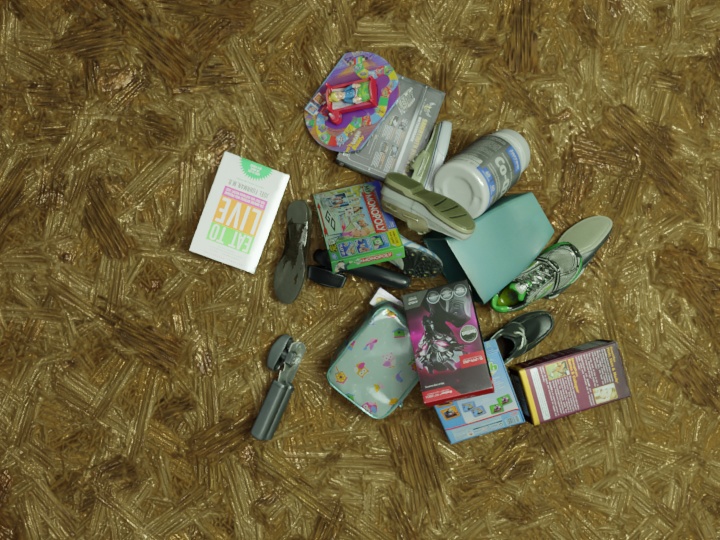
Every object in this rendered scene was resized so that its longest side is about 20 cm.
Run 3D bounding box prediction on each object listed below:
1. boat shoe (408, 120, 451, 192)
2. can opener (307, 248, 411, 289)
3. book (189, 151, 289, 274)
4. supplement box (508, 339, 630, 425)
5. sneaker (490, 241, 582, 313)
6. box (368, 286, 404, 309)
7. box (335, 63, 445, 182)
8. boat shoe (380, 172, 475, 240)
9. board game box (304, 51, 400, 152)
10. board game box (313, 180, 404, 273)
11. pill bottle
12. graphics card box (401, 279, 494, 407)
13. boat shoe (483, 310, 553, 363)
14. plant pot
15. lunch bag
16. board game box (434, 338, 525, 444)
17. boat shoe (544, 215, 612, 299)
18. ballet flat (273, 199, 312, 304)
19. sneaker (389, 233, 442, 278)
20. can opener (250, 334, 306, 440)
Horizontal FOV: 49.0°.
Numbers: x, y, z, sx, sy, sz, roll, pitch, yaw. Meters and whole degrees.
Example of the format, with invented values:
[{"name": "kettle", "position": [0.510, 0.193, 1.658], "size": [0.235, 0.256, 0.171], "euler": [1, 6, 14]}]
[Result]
[{"name": "boat shoe", "position": [0.122, -0.189, 1.480], "size": [0.062, 0.072, 0.201], "euler": [16, 83, 6]}, {"name": "can opener", "position": [0.000, 0.000, 1.509], "size": [0.198, 0.063, 0.079], "euler": [12, 106, 5]}, {"name": "book", "position": [-0.231, -0.109, 1.513], "size": [0.133, 0.048, 0.201], "euler": [19, 86, -7]}, {"name": "supplement box", "position": [0.402, 0.213, 1.527], "size": [0.199, 0.086, 0.111], "euler": [-16, 90, -4]}, {"name": "sneaker", "position": [0.327, 0.023, 1.467], "size": [0.200, 0.085, 0.078], "euler": [-43, 79, 30]}, {"name": "box", "position": [0.106, 0.102, 1.532], "size": [0.199, 0.039, 0.042], "euler": [35, 88, -3]}, {"name": "box", "position": [0.057, -0.276, 1.531], "size": [0.157, 0.048, 0.201], "euler": [20, 88, -5]}, {"name": "boat shoe", "position": [0.118, -0.102, 1.414], "size": [0.200, 0.074, 0.069], "euler": [37, 125, 30]}, {"name": "board game box", "position": [-0.023, -0.324, 1.488], "size": [0.158, 0.039, 0.200], "euler": [41, 97, 24]}, {"name": "board game box", "position": [-0.006, -0.085, 1.467], "size": [0.134, 0.201, 0.029], "euler": [-13, 134, -4]}, {"name": "pill bottle", "position": [0.230, -0.184, 1.468], "size": [0.114, 0.114, 0.200], "euler": [52, 48, -2]}, {"name": "graphics card box", "position": [0.153, 0.127, 1.391], "size": [0.125, 0.051, 0.202], "euler": [-14, 72, 11]}, {"name": "boat shoe", "position": [0.294, 0.139, 1.519], "size": [0.199, 0.068, 0.072], "euler": [-26, 94, -14]}, {"name": "plant pot", "position": [0.250, -0.057, 1.493], "size": [0.199, 0.141, 0.142], "euler": [-35, 100, -10]}, {"name": "lunch bag", "position": [0.043, 0.172, 1.490], "size": [0.160, 0.077, 0.200], "euler": [37, 103, -6]}, {"name": "board game box", "position": [0.208, 0.229, 1.471], "size": [0.150, 0.037, 0.201], "euler": [-19, 126, 10]}, {"name": "boat shoe", "position": [0.419, -0.027, 1.552], "size": [0.200, 0.068, 0.072], "euler": [-46, 48, -8]}, {"name": "ballet flat", "position": [-0.124, -0.036, 1.518], "size": [0.067, 0.046, 0.202], "euler": [7, 91, 19]}, {"name": "sneaker", "position": [0.067, -0.047, 1.509], "size": [0.199, 0.073, 0.072], "euler": [23, 132, 4]}, {"name": "can opener", "position": [-0.165, 0.222, 1.514], "size": [0.067, 0.053, 0.201], "euler": [23, 88, 29]}]
